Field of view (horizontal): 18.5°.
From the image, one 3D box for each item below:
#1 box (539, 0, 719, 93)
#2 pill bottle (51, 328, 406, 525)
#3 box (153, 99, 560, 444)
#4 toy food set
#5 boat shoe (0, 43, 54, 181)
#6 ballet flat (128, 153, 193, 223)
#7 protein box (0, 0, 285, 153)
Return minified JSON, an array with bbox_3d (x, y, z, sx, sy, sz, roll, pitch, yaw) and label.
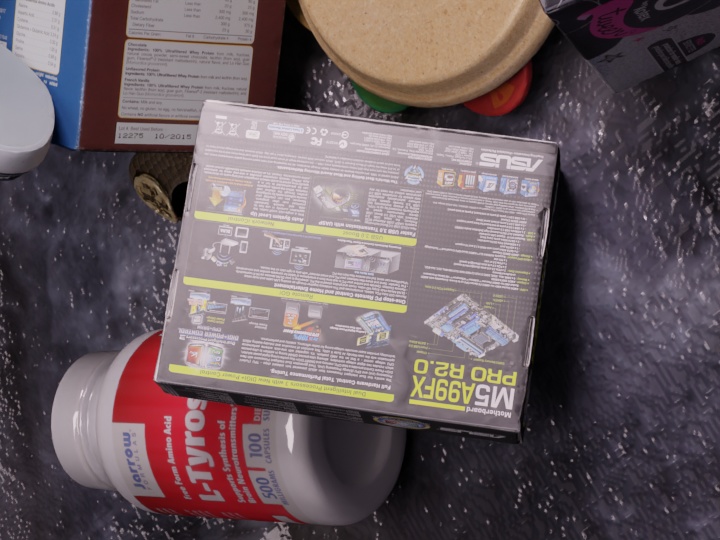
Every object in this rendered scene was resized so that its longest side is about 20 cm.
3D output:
[{"bbox_3d":[0.140,-0.172,1.044,0.132,0.200,0.115,-25,77,11],"label":"box"},{"bbox_3d":[-0.081,0.090,1.300,0.199,0.112,0.113,-2,93,36],"label":"pill bottle"},{"bbox_3d":[0.000,0.000,1.194,0.199,0.044,0.161,7,79,7],"label":"box"},{"bbox_3d":[0.041,-0.183,1.229,0.198,0.049,0.200,49,119,22],"label":"toy food set"},{"bbox_3d":[-0.231,-0.085,1.236,0.200,0.071,0.091,51,130,45],"label":"boat shoe"},{"bbox_3d":[-0.062,-0.032,1.304,0.199,0.067,0.046,15,64,30],"label":"ballet flat"},{"bbox_3d":[-0.152,-0.183,1.289,0.198,0.135,0.201,18,105,49],"label":"protein box"}]
